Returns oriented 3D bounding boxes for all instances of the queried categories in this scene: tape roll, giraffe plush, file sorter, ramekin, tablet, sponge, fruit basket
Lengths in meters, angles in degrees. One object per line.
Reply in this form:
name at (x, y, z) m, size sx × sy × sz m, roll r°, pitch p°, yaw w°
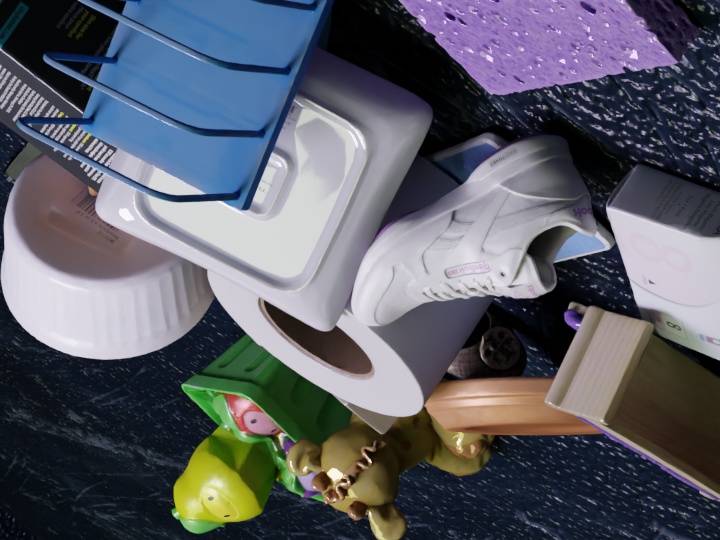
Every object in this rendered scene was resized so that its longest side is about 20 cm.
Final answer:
tape roll at (0.000, 0.000, 1.621) m, size 0.202 × 0.139 × 0.203 m, roll 30°, pitch 160°, yaw 12°
giraffe plush at (0.022, 0.168, 1.958) m, size 0.172 × 0.162 × 0.200 m, roll 24°, pitch 158°, yaw 26°
file sorter at (-0.118, -0.157, 1.361) m, size 0.139 × 0.200 × 0.123 m, roll 27°, pitch -168°, yaw 18°
ramekin at (-0.226, -0.029, 1.863) m, size 0.200 × 0.201 × 0.098 m, roll 28°, pitch 147°, yaw 16°
tablet at (0.100, -0.047, 1.582) m, size 0.130 × 0.014 × 0.200 m, roll 40°, pitch 160°, yaw -15°
sponge at (0.109, -0.164, 1.290) m, size 0.112 × 0.030 × 0.200 m, roll 44°, pitch 158°, yaw -22°
fruit basket at (-0.104, 0.191, 2.149) m, size 0.216 × 0.216 × 0.155 m, roll 46°, pitch 157°, yaw -29°

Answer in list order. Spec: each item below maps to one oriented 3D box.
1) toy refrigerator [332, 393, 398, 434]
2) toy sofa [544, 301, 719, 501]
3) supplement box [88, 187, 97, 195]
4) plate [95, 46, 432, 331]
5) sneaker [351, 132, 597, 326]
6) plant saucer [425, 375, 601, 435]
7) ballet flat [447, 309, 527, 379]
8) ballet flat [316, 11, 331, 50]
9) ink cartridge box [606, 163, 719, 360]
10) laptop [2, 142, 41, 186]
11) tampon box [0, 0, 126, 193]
toy refrigerator at (-0.025, 0.055, 1.815) m, size 0.200 × 0.076 × 0.070 m, roll 39°, pitch 179°, yaw 45°
toy sofa at (0.226, 0.103, 1.550) m, size 0.200 × 0.083 × 0.098 m, roll 31°, pitch 172°, yaw -35°
supplement box at (-0.205, -0.120, 1.742) m, size 0.069 × 0.067 × 0.200 m, roll -6°, pitch 167°, yaw -7°
plate at (-0.075, -0.073, 1.463) m, size 0.199 × 0.032 × 0.200 m, roll 27°, pitch 117°, yaw 4°
sneaker at (0.076, -0.009, 1.449) m, size 0.075 × 0.200 × 0.100 m, roll 9°, pitch -131°, yaw -57°
plant saucer at (0.147, 0.111, 1.674) m, size 0.200 × 0.038 × 0.200 m, roll 1°, pitch 173°, yaw 0°
ballet flat at (0.056, 0.027, 1.748) m, size 0.200 × 0.067 × 0.046 m, roll 37°, pitch 150°, yaw 8°
ballet flat at (-0.063, -0.127, 1.502) m, size 0.065 × 0.070 × 0.200 m, roll 36°, pitch 126°, yaw 37°
ink cartridge box at (0.274, 0.017, 1.412) m, size 0.200 × 0.057 × 0.163 m, roll 27°, pitch 158°, yaw 32°
laptop at (-0.254, -0.081, 2.048) m, size 0.177 × 0.103 × 0.200 m, roll 39°, pitch -175°, yaw -10°
tampon box at (-0.181, -0.154, 1.576) m, size 0.200 × 0.150 × 0.126 m, roll 38°, pitch 158°, yaw -10°
